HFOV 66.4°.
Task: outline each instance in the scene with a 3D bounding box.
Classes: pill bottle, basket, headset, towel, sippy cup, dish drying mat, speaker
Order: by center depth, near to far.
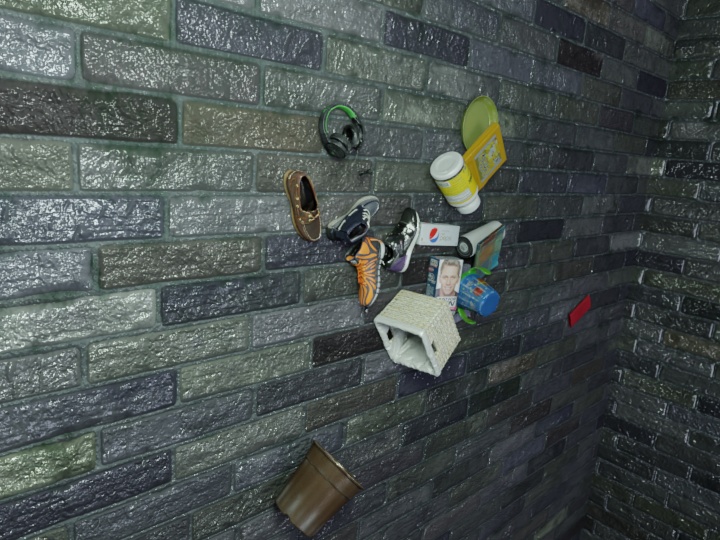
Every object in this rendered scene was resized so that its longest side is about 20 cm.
[{"bbox_3d":[-0.029,-0.339,1.437,0.123,0.094,0.201,-38,114,-30],"label":"headset"},{"bbox_3d":[0.181,0.192,1.732,0.161,0.199,0.199,-48,131,-30],"label":"basket"},{"bbox_3d":[0.313,-0.276,1.776,0.112,0.111,0.200,-56,134,-16],"label":"pill bottle"},{"bbox_3d":[0.402,0.089,1.897,0.139,0.130,0.179,-35,129,-17],"label":"sippy cup"},{"bbox_3d":[0.453,-0.055,1.952,0.146,0.022,0.201,-36,145,-26],"label":"towel"},{"bbox_3d":[0.429,-0.112,1.959,0.199,0.081,0.082,-25,119,-37],"label":"speaker"},{"bbox_3d":[1.092,0.201,2.742,0.200,0.018,0.077,-34,123,-31],"label":"dish drying mat"}]

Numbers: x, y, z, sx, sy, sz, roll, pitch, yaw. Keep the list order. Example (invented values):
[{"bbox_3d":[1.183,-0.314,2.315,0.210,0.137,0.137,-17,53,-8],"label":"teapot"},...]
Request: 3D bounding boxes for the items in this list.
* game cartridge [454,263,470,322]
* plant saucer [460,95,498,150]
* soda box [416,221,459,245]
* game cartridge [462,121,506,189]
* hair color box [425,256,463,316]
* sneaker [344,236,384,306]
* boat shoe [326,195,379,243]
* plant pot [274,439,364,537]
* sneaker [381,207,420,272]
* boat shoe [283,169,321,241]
[{"bbox_3d":[0.350,0.088,1.977,0.129,0.038,0.202,-23,117,-42],"label":"game cartridge"},{"bbox_3d":[0.395,-0.483,1.850,0.199,0.031,0.202,-16,113,-41],"label":"plant saucer"},{"bbox_3d":[0.236,-0.119,1.781,0.199,0.063,0.069,-1,103,-45],"label":"soda box"},{"bbox_3d":[0.414,-0.370,1.864,0.200,0.032,0.177,-50,142,-13],"label":"game cartridge"},{"bbox_3d":[0.279,0.055,1.861,0.099,0.060,0.202,0,102,-27],"label":"hair color box"},{"bbox_3d":[0.000,0.000,1.590,0.112,0.077,0.202,12,83,-41],"label":"sneaker"},{"bbox_3d":[0.005,-0.139,1.529,0.200,0.092,0.075,-41,127,-28],"label":"boat shoe"},{"bbox_3d":[-0.127,0.631,1.575,0.198,0.200,0.201,-46,130,-15],"label":"plant pot"},{"bbox_3d":[0.118,-0.095,1.671,0.087,0.076,0.202,8,96,-39],"label":"sneaker"},{"bbox_3d":[-0.139,-0.158,1.402,0.070,0.070,0.201,-40,128,-30],"label":"boat shoe"}]
